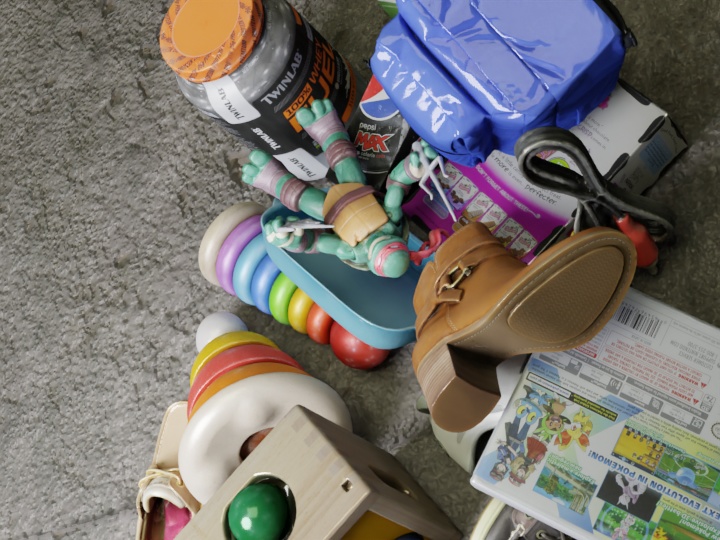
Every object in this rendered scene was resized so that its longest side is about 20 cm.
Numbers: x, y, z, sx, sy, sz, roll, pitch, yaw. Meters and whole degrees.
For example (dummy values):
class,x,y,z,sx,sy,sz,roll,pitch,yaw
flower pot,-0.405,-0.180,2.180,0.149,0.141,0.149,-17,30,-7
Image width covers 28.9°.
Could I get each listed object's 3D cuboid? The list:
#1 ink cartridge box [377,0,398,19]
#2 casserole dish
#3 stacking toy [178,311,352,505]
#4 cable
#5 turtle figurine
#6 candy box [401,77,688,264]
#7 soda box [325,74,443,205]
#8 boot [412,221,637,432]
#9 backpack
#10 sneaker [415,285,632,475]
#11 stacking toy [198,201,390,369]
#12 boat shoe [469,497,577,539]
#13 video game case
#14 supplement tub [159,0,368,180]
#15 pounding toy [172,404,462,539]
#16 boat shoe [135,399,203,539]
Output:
class,x,y,z,sx,sy,sz,roll,pitch,yaw
ink cartridge box,0.104,-0.315,1.286,0.104,0.059,0.201,15,78,33
casserole dish,0.000,0.000,1.180,0.200,0.121,0.039,40,134,29
stacking toy,-0.099,0.102,1.206,0.146,0.146,0.200,-41,35,9
cable,0.179,-0.043,1.036,0.097,0.200,0.050,-12,62,17
turtle figurine,-0.010,-0.052,1.129,0.149,0.101,0.200,-30,46,-14
candy box,0.150,-0.077,1.152,0.200,0.061,0.136,-47,53,5
soda box,0.050,-0.149,1.204,0.063,0.071,0.200,37,108,35
boot,0.111,0.010,1.031,0.200,0.077,0.155,-52,23,25
backpack,0.099,-0.168,1.052,0.168,0.200,0.163,-37,82,9
sneaker,0.143,0.084,1.083,0.200,0.074,0.089,-42,58,18
stacking toy,-0.048,0.018,1.224,0.200,0.085,0.086,33,88,31
boat shoe,0.143,0.176,1.036,0.065,0.073,0.200,26,83,42
video game case,0.207,0.117,1.002,0.200,0.022,0.183,26,78,12
supplement tub,-0.083,-0.172,1.248,0.122,0.200,0.123,-12,64,26
pounding toy,-0.042,0.225,1.046,0.184,0.200,0.142,-48,54,4
boat shoe,-0.158,0.201,1.208,0.074,0.069,0.201,-14,62,25
